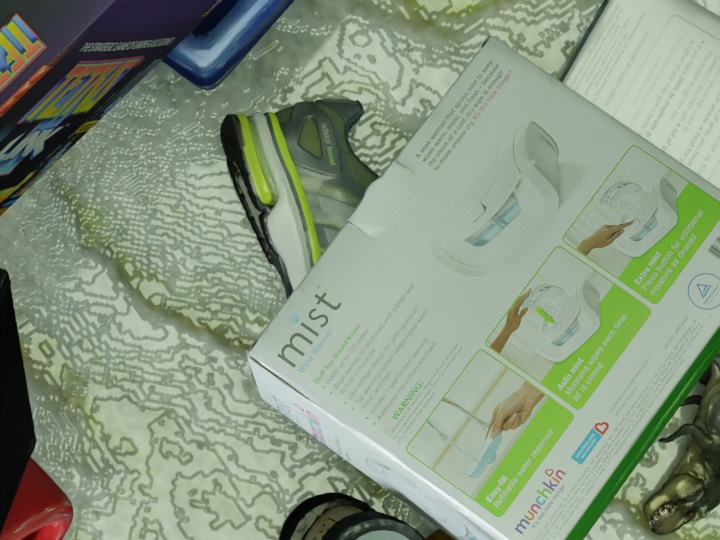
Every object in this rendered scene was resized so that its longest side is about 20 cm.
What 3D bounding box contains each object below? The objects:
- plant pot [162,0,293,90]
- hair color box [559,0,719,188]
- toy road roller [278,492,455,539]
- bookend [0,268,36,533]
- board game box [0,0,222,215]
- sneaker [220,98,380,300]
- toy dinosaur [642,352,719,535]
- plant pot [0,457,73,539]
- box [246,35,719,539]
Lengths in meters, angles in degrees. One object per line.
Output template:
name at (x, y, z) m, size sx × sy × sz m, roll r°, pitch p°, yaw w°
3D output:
plant pot at (-0.088, -0.213, 1.379) m, size 0.200 × 0.180 × 0.200 m, roll 39°, pitch 85°, yaw 1°
hair color box at (0.198, -0.064, 1.441) m, size 0.200 × 0.061 × 0.099 m, roll 30°, pitch 85°, yaw 0°
toy road roller at (0.002, 0.215, 1.381) m, size 0.146 × 0.123 × 0.200 m, roll 35°, pitch 84°, yaw -11°
bookend at (-0.248, 0.050, 1.156) m, size 0.200 × 0.199 × 0.092 m, roll 16°, pitch 67°, yaw 5°
board game box at (-0.148, -0.084, 1.189) m, size 0.165 × 0.200 × 0.057 m, roll -42°, pitch 88°, yaw 12°
sneaker at (0.000, 0.000, 1.422) m, size 0.081 × 0.074 × 0.200 m, roll -22°, pitch 88°, yaw -8°
toy dinosaur at (0.187, 0.040, 1.419) m, size 0.088 × 0.047 × 0.200 m, roll 35°, pitch 117°, yaw 8°
plant pot at (-0.266, 0.119, 1.336) m, size 0.200 × 0.200 × 0.183 m, roll -42°, pitch 82°, yaw -5°
box at (0.073, 0.022, 1.331) m, size 0.176 × 0.097 × 0.200 m, roll 34°, pitch 78°, yaw 11°
